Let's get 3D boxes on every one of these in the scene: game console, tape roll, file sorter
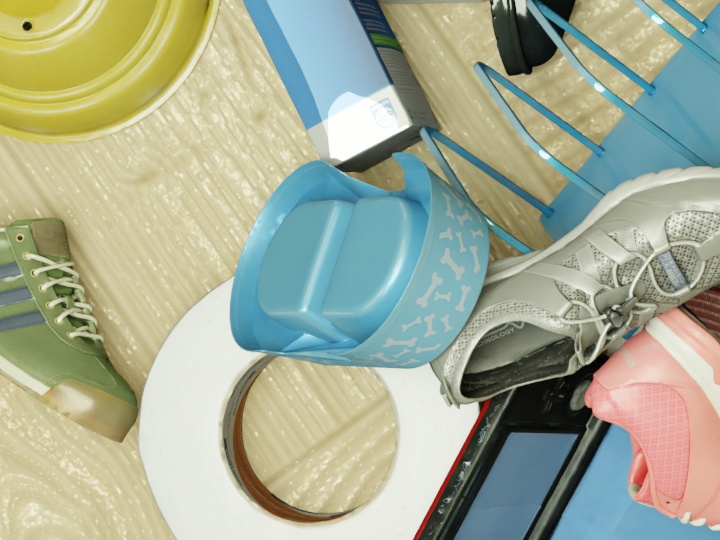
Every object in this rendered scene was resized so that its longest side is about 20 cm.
[{"bbox_3d":[0.119,0.159,1.532,0.118,0.172,0.201,33,103,28],"label":"game console"},{"bbox_3d":[-0.025,0.092,1.594,0.199,0.066,0.202,0,89,8],"label":"tape roll"},{"bbox_3d":[0.147,-0.097,1.499,0.122,0.139,0.200,33,104,-28],"label":"file sorter"}]

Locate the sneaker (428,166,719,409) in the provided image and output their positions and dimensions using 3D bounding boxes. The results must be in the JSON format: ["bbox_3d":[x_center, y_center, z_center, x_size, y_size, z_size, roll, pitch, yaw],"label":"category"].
[{"bbox_3d":[0.124,0.018,1.422,0.199,0.082,0.075,-28,122,18],"label":"sneaker"}]

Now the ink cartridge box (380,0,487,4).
[{"bbox_3d":[0.030,-0.213,1.518,0.067,0.200,0.116,0,90,8],"label":"ink cartridge box"}]

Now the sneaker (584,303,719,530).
[{"bbox_3d":[0.189,0.109,1.500,0.087,0.074,0.200,-36,113,1],"label":"sneaker"}]

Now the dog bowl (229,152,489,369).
[{"bbox_3d":[0.000,0.000,1.472,0.049,0.200,0.112,24,78,-28],"label":"dog bowl"}]

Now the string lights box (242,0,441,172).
[{"bbox_3d":[-0.029,-0.158,1.575,0.059,0.103,0.201,-27,86,10],"label":"string lights box"}]

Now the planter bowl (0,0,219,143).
[{"bbox_3d":[-0.185,-0.176,1.607,0.199,0.083,0.202,0,90,8],"label":"planter bowl"}]

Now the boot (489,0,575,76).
[{"bbox_3d":[0.155,-0.213,1.562,0.167,0.076,0.202,-1,86,11],"label":"boot"}]

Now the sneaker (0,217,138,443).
[{"bbox_3d":[-0.193,0.012,1.599,0.200,0.067,0.090,33,92,26],"label":"sneaker"}]

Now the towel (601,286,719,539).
[{"bbox_3d":[0.225,0.092,1.582,0.199,0.023,0.145,18,94,9],"label":"towel"}]
